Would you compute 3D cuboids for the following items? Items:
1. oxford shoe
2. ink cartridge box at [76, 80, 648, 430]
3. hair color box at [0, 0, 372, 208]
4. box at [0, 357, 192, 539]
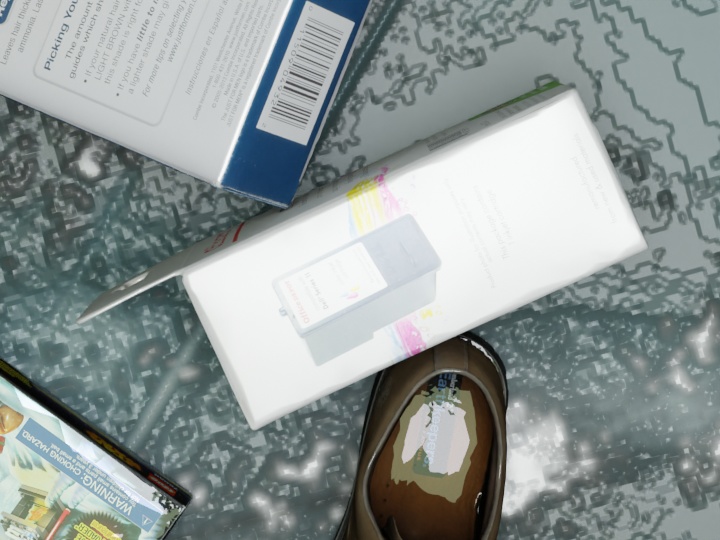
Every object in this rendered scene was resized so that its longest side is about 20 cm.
[{"bbox_3d":[0.017,0.124,1.066,0.073,0.084,0.200,4,94,-1],"label":"oxford shoe"},{"bbox_3d":[0.000,0.000,1.043,0.200,0.117,0.067,-24,95,2],"label":"ink cartridge box"},{"bbox_3d":[-0.101,-0.105,1.032,0.200,0.061,0.100,24,93,26],"label":"hair color box"},{"bbox_3d":[-0.186,0.088,1.090,0.200,0.040,0.137,35,94,0],"label":"box"}]
